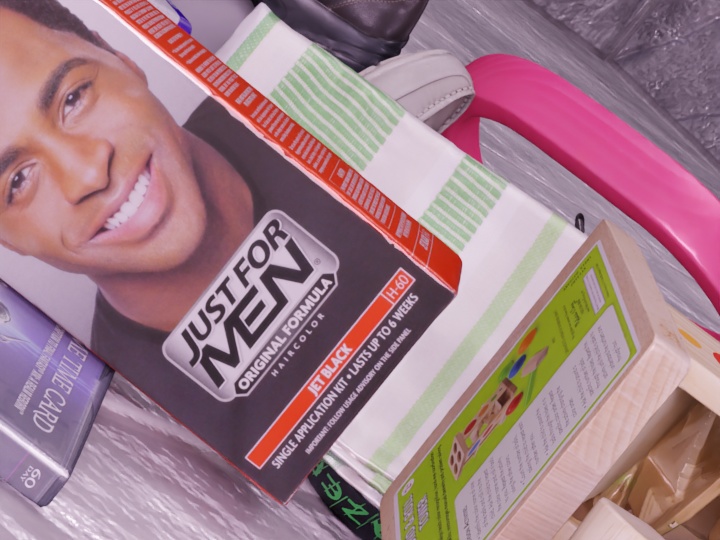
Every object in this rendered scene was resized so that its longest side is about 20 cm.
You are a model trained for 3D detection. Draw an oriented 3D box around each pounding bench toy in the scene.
[{"bbox_3d":[0.106,0.103,0.655,0.156,0.125,0.200,36,13,-10],"label":"pounding bench toy"}]

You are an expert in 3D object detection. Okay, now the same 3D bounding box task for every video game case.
[{"bbox_3d":[-0.167,-0.012,0.720,0.200,0.019,0.143,39,12,-9],"label":"video game case"}]

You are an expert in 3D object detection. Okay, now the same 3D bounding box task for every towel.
[{"bbox_3d":[0.000,0.000,0.855,0.199,0.153,0.023,35,-30,4],"label":"towel"}]

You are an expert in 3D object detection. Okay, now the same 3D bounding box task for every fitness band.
[{"bbox_3d":[0.111,-0.019,1.013,0.200,0.037,0.144,39,-23,24],"label":"fitness band"}]

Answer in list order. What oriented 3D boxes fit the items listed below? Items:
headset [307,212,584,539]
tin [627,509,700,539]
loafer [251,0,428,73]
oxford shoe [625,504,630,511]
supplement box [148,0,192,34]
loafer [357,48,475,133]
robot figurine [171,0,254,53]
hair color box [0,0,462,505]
[{"bbox_3d":[0.051,0.046,0.913,0.123,0.094,0.200,42,53,8],"label":"headset"},{"bbox_3d":[0.192,0.134,0.909,0.198,0.042,0.112,2,25,-17],"label":"tin"},{"bbox_3d":[-0.055,-0.160,0.951,0.199,0.073,0.073,29,20,-21],"label":"loafer"},{"bbox_3d":[0.116,0.123,0.966,0.200,0.071,0.071,41,11,-2],"label":"oxford shoe"},{"bbox_3d":[-0.181,-0.122,0.874,0.199,0.104,0.101,25,20,-44],"label":"supplement box"},{"bbox_3d":[-0.013,-0.025,0.920,0.070,0.070,0.200,43,56,10],"label":"loafer"},{"bbox_3d":[-0.083,-0.094,1.028,0.200,0.113,0.169,41,43,9],"label":"robot figurine"},{"bbox_3d":[-0.071,-0.024,0.767,0.200,0.102,0.061,38,12,-4],"label":"hair color box"}]
